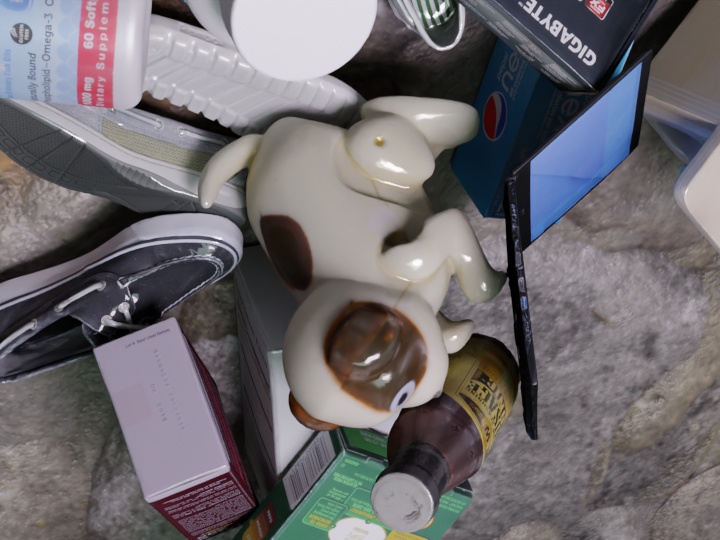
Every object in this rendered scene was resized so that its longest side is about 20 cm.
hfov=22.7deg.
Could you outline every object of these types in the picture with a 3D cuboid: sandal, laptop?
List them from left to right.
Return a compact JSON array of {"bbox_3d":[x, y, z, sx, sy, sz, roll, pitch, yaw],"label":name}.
[{"bbox_3d":[-0.068,-0.126,1.154,0.202,0.050,0.082,23,142,-34],"label":"sandal"},{"bbox_3d":[0.144,-0.010,1.146,0.102,0.202,0.177,-6,163,4],"label":"laptop"}]

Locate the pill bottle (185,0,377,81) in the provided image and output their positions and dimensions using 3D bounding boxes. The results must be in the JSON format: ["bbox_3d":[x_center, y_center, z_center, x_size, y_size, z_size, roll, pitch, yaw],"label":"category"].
[{"bbox_3d":[-0.057,-0.193,1.014,0.110,0.201,0.112,-10,128,-13],"label":"pill bottle"}]

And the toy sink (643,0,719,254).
[{"bbox_3d":[0.272,-0.111,1.235,0.201,0.112,0.130,-53,129,-4],"label":"toy sink"}]

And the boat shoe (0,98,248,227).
[{"bbox_3d":[-0.156,-0.086,1.152,0.201,0.065,0.074,22,154,-29],"label":"boat shoe"}]

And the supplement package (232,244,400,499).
[{"bbox_3d":[-0.021,0.086,1.292,0.116,0.118,0.201,-11,129,-12],"label":"supplement package"}]

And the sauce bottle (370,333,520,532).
[{"bbox_3d":[0.054,0.105,1.152,0.065,0.200,0.067,7,114,15],"label":"sauce bottle"}]

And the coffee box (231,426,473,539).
[{"bbox_3d":[-0.026,0.200,1.272,0.122,0.044,0.201,22,117,-31],"label":"coffee box"}]

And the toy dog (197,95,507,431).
[{"bbox_3d":[0.000,0.000,1.126,0.192,0.202,0.139,12,146,-29],"label":"toy dog"}]

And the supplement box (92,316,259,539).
[{"bbox_3d":[-0.121,0.114,1.224,0.060,0.110,0.200,-21,163,-2],"label":"supplement box"}]

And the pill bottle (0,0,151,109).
[{"bbox_3d":[-0.220,-0.154,1.025,0.198,0.109,0.110,5,125,-5],"label":"pill bottle"}]

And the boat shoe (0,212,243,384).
[{"bbox_3d":[-0.167,0.024,1.188,0.198,0.068,0.072,-18,142,13],"label":"boat shoe"}]

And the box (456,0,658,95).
[{"bbox_3d":[0.107,-0.229,1.085,0.200,0.046,0.160,37,80,-24],"label":"box"}]

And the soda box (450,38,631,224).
[{"bbox_3d":[0.130,-0.134,1.217,0.064,0.068,0.201,4,124,-26],"label":"soda box"}]

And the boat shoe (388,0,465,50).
[{"bbox_3d":[0.032,-0.228,1.110,0.073,0.067,0.201,-27,130,-1],"label":"boat shoe"}]

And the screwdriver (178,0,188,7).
[{"bbox_3d":[-0.143,-0.199,1.078,0.199,0.028,0.029,31,96,-21],"label":"screwdriver"}]
